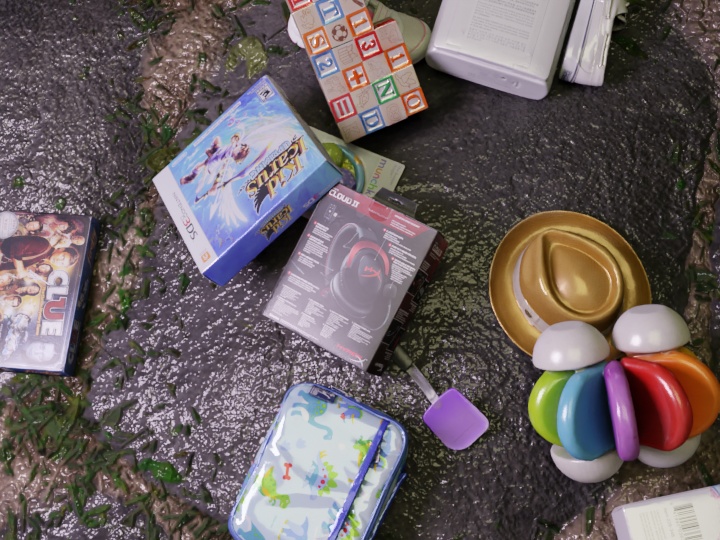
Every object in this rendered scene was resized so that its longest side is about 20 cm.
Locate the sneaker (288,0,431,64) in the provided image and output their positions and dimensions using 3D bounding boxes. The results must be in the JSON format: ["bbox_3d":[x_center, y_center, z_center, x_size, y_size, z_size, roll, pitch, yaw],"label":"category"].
[{"bbox_3d":[-0.004,-0.318,1.245,0.198,0.088,0.082,13,74,8],"label":"sneaker"}]

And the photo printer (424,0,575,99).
[{"bbox_3d":[0.187,-0.336,1.239,0.165,0.070,0.201,17,74,3],"label":"photo printer"}]

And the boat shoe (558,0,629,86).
[{"bbox_3d":[0.310,-0.330,1.231,0.065,0.072,0.201,17,75,6],"label":"boat shoe"}]

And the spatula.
[{"bbox_3d":[0.066,0.124,1.131,0.057,0.021,0.200,-45,69,7],"label":"spatula"}]

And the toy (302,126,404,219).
[{"bbox_3d":[-0.058,-0.126,1.211,0.199,0.047,0.116,23,77,12],"label":"toy"}]

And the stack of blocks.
[{"bbox_3d":[-0.007,-0.275,1.190,0.114,0.059,0.201,-23,108,0],"label":"stack of blocks"}]

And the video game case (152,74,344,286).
[{"bbox_3d":[-0.141,-0.111,1.160,0.200,0.045,0.182,-41,53,9],"label":"video game case"}]

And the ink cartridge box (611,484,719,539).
[{"bbox_3d":[0.383,0.303,1.013,0.198,0.086,0.149,-11,71,0],"label":"ink cartridge box"}]

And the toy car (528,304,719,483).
[{"bbox_3d":[0.281,0.141,1.018,0.198,0.150,0.177,-11,101,1],"label":"toy car"}]

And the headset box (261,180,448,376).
[{"bbox_3d":[0.000,0.000,1.126,0.148,0.075,0.201,26,88,18],"label":"headset box"}]

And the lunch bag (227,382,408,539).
[{"bbox_3d":[-0.041,0.237,1.077,0.160,0.083,0.201,25,77,10],"label":"lunch bag"}]

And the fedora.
[{"bbox_3d":[0.245,0.013,1.119,0.199,0.082,0.202,-2,71,4],"label":"fedora"}]

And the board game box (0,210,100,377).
[{"bbox_3d":[-0.409,0.027,1.201,0.134,0.035,0.202,3,73,6],"label":"board game box"}]
